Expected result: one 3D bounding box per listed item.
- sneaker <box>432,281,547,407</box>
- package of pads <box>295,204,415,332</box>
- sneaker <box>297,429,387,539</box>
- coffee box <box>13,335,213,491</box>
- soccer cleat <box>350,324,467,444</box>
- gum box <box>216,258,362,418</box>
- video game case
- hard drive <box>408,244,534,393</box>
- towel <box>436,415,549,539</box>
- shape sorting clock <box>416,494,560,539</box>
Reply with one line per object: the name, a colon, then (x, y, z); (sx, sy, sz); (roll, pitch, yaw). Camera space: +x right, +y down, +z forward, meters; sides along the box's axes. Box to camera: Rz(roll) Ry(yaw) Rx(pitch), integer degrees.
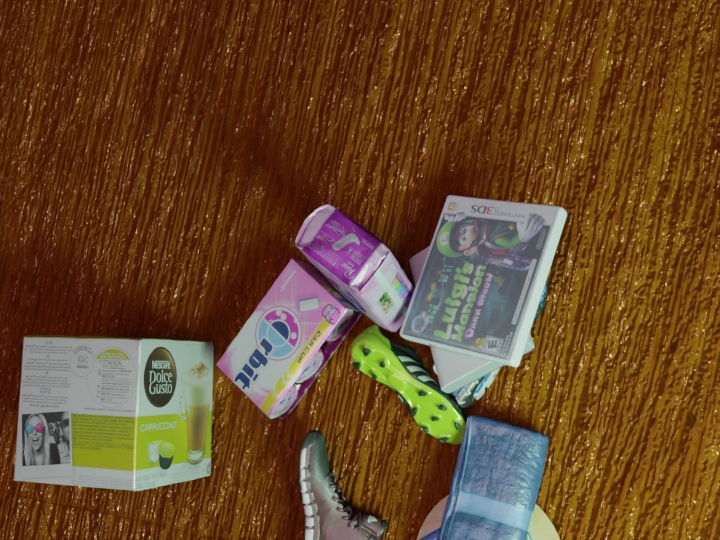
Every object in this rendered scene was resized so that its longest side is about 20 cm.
sneaker: (0.165, 0.075, 1.198); (0.086, 0.075, 0.201); (40, 98, 27)
package of pads: (0.000, 0.000, 1.193); (0.120, 0.200, 0.076); (36, 84, 23)
sneaker: (-0.020, 0.317, 1.246); (0.113, 0.076, 0.205); (-3, 94, 15)
coffee box: (-0.342, 0.195, 1.304); (0.196, 0.199, 0.202); (-1, 84, 20)
soccer cleat: (0.074, 0.149, 1.226); (0.199, 0.081, 0.068); (42, 123, -1)
gum box: (-0.104, 0.101, 1.295); (0.113, 0.066, 0.201); (40, 99, 21)
video game case: (0.151, 0.006, 1.154); (0.180, 0.023, 0.204); (10, 76, 44)
hard drive: (0.139, 0.040, 1.183); (0.131, 0.027, 0.203); (-32, 51, 25)
towel: (0.165, 0.290, 1.160); (0.110, 0.049, 0.204); (12, 76, 23)
shape sorting clock: (0.164, 0.379, 1.180); (0.196, 0.039, 0.204); (-6, 71, 18)
